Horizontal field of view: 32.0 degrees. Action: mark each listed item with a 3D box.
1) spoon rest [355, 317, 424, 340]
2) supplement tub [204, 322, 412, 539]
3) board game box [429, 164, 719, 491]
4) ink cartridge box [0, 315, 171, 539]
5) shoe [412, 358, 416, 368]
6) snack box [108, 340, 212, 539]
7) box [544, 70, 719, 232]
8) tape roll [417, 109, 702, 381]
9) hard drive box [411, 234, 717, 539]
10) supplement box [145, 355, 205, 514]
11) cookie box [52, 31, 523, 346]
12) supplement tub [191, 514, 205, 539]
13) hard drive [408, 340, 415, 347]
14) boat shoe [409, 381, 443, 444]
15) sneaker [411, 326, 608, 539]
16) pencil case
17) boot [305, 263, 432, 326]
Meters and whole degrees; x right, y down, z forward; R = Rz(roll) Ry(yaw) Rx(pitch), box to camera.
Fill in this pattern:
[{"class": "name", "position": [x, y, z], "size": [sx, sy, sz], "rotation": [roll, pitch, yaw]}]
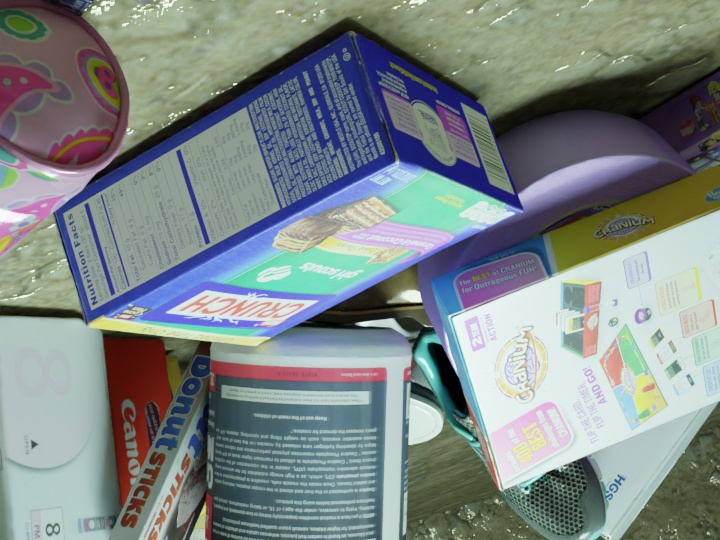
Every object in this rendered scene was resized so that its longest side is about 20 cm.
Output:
[{"class": "spoon rest", "position": [0.028, 0.037, 1.008], "size": [0.098, 0.061, 0.200], "rotation": [-23, 162, 14]}, {"class": "supplement tub", "position": [-0.036, 0.138, 0.852], "size": [0.138, 0.203, 0.140], "rotation": [2, 179, 0]}, {"class": "board game box", "position": [0.156, 0.038, 0.784], "size": [0.198, 0.040, 0.154], "rotation": [-21, 125, -3]}, {"class": "ink cartridge box", "position": [-0.178, 0.118, 0.852], "size": [0.057, 0.165, 0.199], "rotation": [-16, 167, 36]}, {"class": "shoe", "position": [-0.032, 0.102, 1.065], "size": [0.198, 0.092, 0.072], "rotation": [-24, -153, 6]}, {"class": "snack box", "position": [-0.117, 0.120, 0.881], "size": [0.024, 0.202, 0.072], "rotation": [8, 143, 18]}, {"class": "box", "position": [0.235, -0.083, 0.897], "size": [0.199, 0.040, 0.136], "rotation": [-31, 159, 35]}, {"class": "tape roll", "position": [0.140, 0.000, 0.820], "size": [0.197, 0.066, 0.202], "rotation": [-7, 124, -11]}, {"class": "hard drive box", "position": [0.163, 0.086, 0.981], "size": [0.157, 0.199, 0.077], "rotation": [-53, 159, 2]}, {"class": "supplement box", "position": [-0.225, 0.146, 0.943], "size": [0.199, 0.132, 0.103], "rotation": [1, 156, -47]}, {"class": "cookie box", "position": [-0.036, -0.033, 0.691], "size": [0.198, 0.076, 0.171], "rotation": [-26, 163, 24]}, {"class": "supplement tub", "position": [-0.204, 0.222, 1.179], "size": [0.144, 0.147, 0.199], "rotation": [-25, 162, 20]}, {"class": "hard drive", "position": [0.024, 0.096, 1.178], "size": [0.197, 0.027, 0.132], "rotation": [-3, 160, -12]}, {"class": "boat shoe", "position": [-0.024, 0.085, 0.976], "size": [0.197, 0.062, 0.073], "rotation": [6, 134, 23]}, {"class": "sneaker", "position": [0.099, 0.115, 0.904], "size": [0.078, 0.201, 0.091], "rotation": [-43, 161, 18]}, {"class": "pencil case", "position": [-0.175, -0.035, 0.528], "size": [0.087, 0.088, 0.199], "rotation": [-3, 156, -43]}, {"class": "boot", "position": [0.000, 0.000, 0.871], "size": [0.197, 0.077, 0.074], "rotation": [-1, -172, -16]}]
